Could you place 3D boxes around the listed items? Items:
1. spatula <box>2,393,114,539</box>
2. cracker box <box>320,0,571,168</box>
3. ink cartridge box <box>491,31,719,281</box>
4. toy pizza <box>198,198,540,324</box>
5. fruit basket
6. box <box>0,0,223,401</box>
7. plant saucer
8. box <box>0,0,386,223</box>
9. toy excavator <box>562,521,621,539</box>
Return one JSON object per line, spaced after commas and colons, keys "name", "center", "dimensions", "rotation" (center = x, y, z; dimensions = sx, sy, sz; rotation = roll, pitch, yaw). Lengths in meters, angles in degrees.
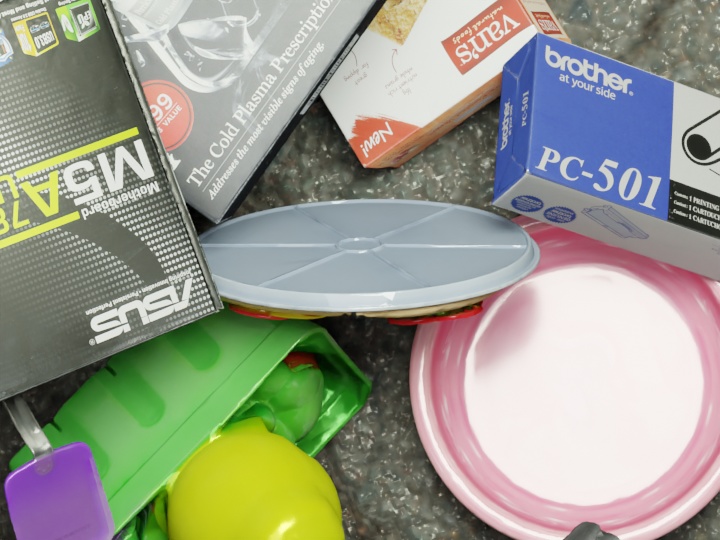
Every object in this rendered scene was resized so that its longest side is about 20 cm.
{"name": "spatula", "center": [-0.185, 0.062, 1.506], "dimensions": [0.056, 0.021, 0.201], "rotation": [-25, 98, -27]}
{"name": "cracker box", "center": [0.013, -0.178, 1.665], "dimensions": [0.134, 0.058, 0.200], "rotation": [-35, 80, 20]}
{"name": "ink cartridge box", "center": [0.173, -0.055, 1.605], "dimensions": [0.199, 0.044, 0.094], "rotation": [18, 59, -20]}
{"name": "toy pizza", "center": [0.000, 0.000, 1.579], "dimensions": [0.199, 0.200, 0.032], "rotation": [-1, 106, 4]}
{"name": "fruit basket", "center": [-0.071, 0.124, 1.594], "dimensions": [0.215, 0.156, 0.216], "rotation": [-5, 70, 14]}
{"name": "box", "center": [-0.193, -0.033, 1.472], "dimensions": [0.199, 0.047, 0.194], "rotation": [-21, 93, -27]}
{"name": "plant saucer", "center": [0.129, 0.064, 1.643], "dimensions": [0.200, 0.051, 0.201], "rotation": [-1, 81, 5]}
{"name": "box", "center": [-0.092, -0.158, 1.579], "dimensions": [0.182, 0.104, 0.200], "rotation": [35, 93, 0]}
{"name": "toy excavator", "center": [0.167, 0.265, 1.567], "dimensions": [0.200, 0.195, 0.100], "rotation": [33, 60, 31]}
